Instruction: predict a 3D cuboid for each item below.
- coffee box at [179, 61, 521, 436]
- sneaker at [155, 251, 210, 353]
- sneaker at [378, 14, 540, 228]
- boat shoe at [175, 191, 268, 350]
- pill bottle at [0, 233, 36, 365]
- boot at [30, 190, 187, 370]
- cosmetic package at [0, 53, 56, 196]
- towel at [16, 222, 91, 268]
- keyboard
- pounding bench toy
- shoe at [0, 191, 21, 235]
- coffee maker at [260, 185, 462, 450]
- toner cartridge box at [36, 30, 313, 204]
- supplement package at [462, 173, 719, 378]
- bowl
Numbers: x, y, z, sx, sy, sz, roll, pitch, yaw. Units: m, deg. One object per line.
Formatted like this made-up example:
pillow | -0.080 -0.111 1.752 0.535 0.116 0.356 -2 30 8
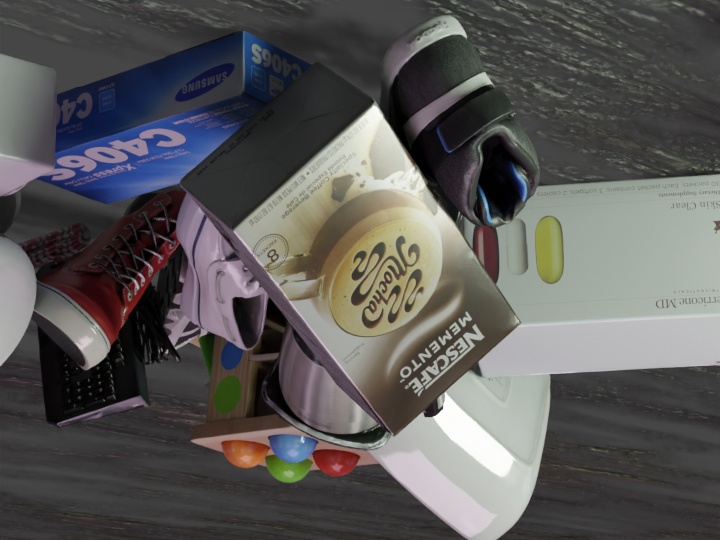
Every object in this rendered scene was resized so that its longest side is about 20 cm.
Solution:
coffee box | -0.002 -0.010 1.144 0.080 0.113 0.200 39 169 52
sneaker | -0.120 0.023 1.526 0.088 0.074 0.200 5 162 -14
sneaker | 0.059 -0.065 1.159 0.073 0.112 0.200 -30 163 -5
boat shoe | -0.085 -0.013 1.348 0.067 0.074 0.200 35 155 14
pill bottle | -0.314 -0.011 1.228 0.200 0.110 0.109 29 177 27
boot | -0.168 -0.005 1.321 0.144 0.072 0.200 -42 -170 -6
cosmetic package | -0.290 -0.099 1.123 0.199 0.074 0.101 12 159 -41
towel | -0.290 0.010 1.376 0.146 0.030 0.200 -18 -176 12
keyboard | -0.196 0.034 1.426 0.104 0.200 0.040 -14 128 -4
pounding bench toy | -0.081 0.099 1.616 0.199 0.157 0.124 -11 156 40
shoe | -0.331 -0.032 1.359 0.199 0.072 0.091 -24 -166 8
coffee maker | 0.000 0.000 1.350 0.134 0.193 0.200 4 148 -2
toner cartridge box | -0.121 -0.093 1.198 0.199 0.043 0.095 -14 160 35
supplement package | 0.183 0.008 1.436 0.199 0.111 0.156 -4 163 7
bowl | 0.082 0.100 1.541 0.075 0.200 0.200 -33 112 33
